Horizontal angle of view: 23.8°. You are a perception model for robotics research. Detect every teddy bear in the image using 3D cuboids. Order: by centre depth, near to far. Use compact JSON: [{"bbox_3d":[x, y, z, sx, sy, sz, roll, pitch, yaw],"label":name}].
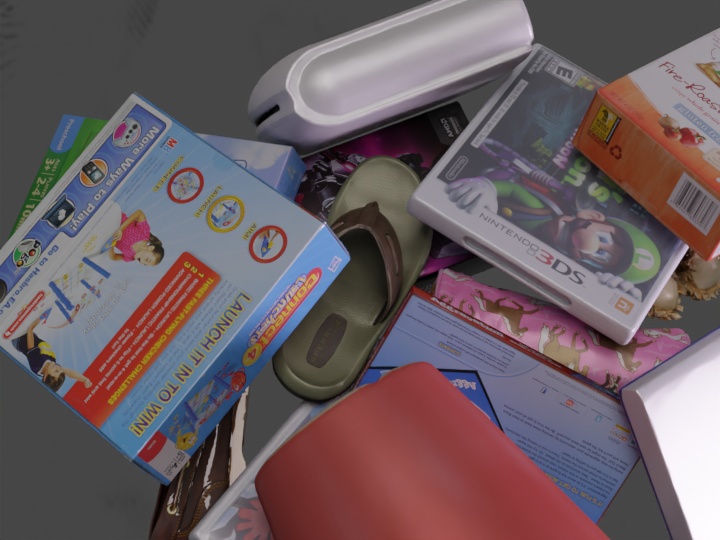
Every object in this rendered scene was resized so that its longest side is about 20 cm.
[{"bbox_3d":[0.185,-0.038,1.279,0.200,0.067,0.145,35,51,13],"label":"teddy bear"}]

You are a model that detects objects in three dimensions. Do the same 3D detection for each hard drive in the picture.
[{"bbox_3d":[0.279,0.100,1.206,0.199,0.025,0.133,-27,102,-30],"label":"hard drive"}]

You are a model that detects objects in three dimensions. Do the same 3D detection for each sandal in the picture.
[{"bbox_3d":[0.001,0.001,1.205,0.079,0.057,0.202,20,59,4],"label":"sandal"}]

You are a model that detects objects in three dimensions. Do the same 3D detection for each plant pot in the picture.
[{"bbox_3d":[0.037,0.169,1.088,0.200,0.201,0.178,-31,73,-15],"label":"plant pot"}]

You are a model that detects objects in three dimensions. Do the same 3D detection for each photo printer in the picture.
[{"bbox_3d":[0.013,-0.144,1.266,0.199,0.166,0.070,-22,91,-13],"label":"photo printer"}]

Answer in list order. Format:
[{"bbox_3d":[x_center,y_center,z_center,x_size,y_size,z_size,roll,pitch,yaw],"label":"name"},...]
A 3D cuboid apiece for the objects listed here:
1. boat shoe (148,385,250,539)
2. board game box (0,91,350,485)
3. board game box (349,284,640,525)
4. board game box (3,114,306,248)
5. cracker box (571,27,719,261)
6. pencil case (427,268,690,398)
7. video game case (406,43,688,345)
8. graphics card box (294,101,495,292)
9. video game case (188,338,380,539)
[{"bbox_3d":[-0.112,0.101,1.208,0.070,0.070,0.201,6,69,-8],"label":"boat shoe"},{"bbox_3d":[-0.143,0.008,1.159,0.196,0.056,0.200,35,81,30],"label":"board game box"},{"bbox_3d":[0.098,0.100,1.184,0.199,0.019,0.103,28,105,-9],"label":"board game box"},{"bbox_3d":[-0.155,-0.031,1.239,0.199,0.037,0.152,10,66,23],"label":"board game box"},{"bbox_3d":[0.268,-0.102,1.240,0.134,0.058,0.200,43,47,21],"label":"cracker box"},{"bbox_3d":[0.134,0.057,1.231,0.199,0.087,0.083,15,53,-2],"label":"pencil case"},{"bbox_3d":[0.157,-0.061,1.232,0.181,0.023,0.200,32,52,9],"label":"video game case"},{"bbox_3d":[0.008,-0.035,1.283,0.199,0.051,0.126,-20,71,-12],"label":"graphics card box"},{"bbox_3d":[0.011,0.171,1.184,0.182,0.023,0.200,42,65,-2],"label":"video game case"}]
